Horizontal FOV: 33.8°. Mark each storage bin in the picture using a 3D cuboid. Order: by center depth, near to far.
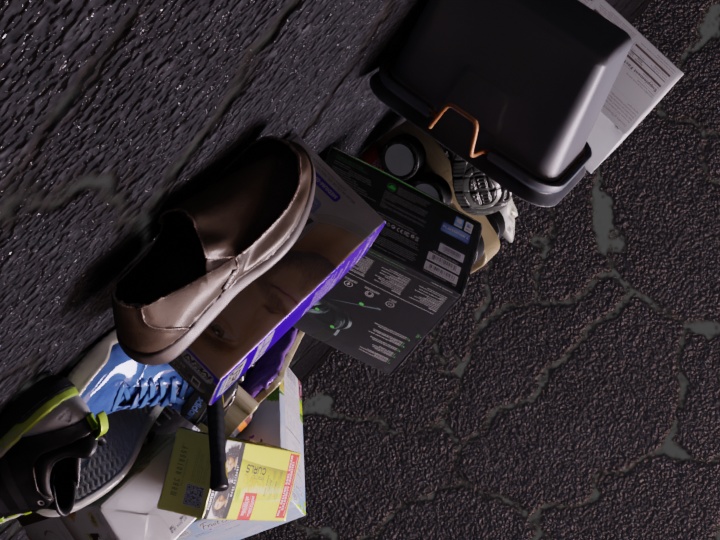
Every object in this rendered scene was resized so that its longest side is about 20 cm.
[{"bbox_3d":[0.122,-0.172,1.004,0.145,0.199,0.135,-39,160,-50],"label":"storage bin"}]

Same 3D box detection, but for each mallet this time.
[{"bbox_3d":[-0.121,0.075,0.969,0.040,0.203,0.066,-4,154,-5],"label":"mallet"}]

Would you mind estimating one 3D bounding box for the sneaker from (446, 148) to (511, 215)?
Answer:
[{"bbox_3d":[0.107,-0.158,1.235,0.075,0.202,0.091,-10,-145,6],"label":"sneaker"}]

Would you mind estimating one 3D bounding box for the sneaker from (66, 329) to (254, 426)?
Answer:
[{"bbox_3d":[-0.167,0.096,1.016,0.077,0.111,0.200,-50,174,37],"label":"sneaker"}]

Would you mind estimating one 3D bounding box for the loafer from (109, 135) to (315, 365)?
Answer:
[{"bbox_3d":[-0.103,-0.023,0.846,0.201,0.072,0.071,-54,155,-19],"label":"loafer"}]

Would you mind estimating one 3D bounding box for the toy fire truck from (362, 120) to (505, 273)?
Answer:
[{"bbox_3d":[0.032,-0.044,1.322,0.199,0.177,0.129,-32,-177,33],"label":"toy fire truck"}]

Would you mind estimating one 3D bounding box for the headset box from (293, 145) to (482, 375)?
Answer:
[{"bbox_3d":[0.000,0.000,1.199,0.200,0.172,0.094,-55,-169,53],"label":"headset box"}]

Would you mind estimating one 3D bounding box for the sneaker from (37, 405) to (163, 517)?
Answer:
[{"bbox_3d":[-0.239,0.164,1.079,0.201,0.073,0.118,-51,180,-44],"label":"sneaker"}]

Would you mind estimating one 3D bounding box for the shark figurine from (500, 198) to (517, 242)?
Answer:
[{"bbox_3d":[0.122,-0.140,1.473,0.088,0.216,0.129,-22,139,-1],"label":"shark figurine"}]

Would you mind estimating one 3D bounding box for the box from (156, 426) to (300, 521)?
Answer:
[{"bbox_3d":[-0.119,0.196,1.117,0.200,0.049,0.077,38,65,-69],"label":"box"}]

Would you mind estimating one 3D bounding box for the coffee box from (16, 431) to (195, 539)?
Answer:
[{"bbox_3d":[-0.248,0.235,1.184,0.199,0.080,0.114,-18,-161,49],"label":"coffee box"}]

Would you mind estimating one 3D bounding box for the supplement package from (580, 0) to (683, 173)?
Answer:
[{"bbox_3d":[0.263,-0.244,1.446,0.111,0.200,0.156,-44,175,-11],"label":"supplement package"}]

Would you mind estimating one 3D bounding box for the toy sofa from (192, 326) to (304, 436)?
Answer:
[{"bbox_3d":[-0.123,0.083,1.221,0.098,0.083,0.200,-45,-173,19],"label":"toy sofa"}]

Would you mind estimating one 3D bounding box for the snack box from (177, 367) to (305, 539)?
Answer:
[{"bbox_3d":[-0.152,0.220,1.413,0.167,0.068,0.202,-23,-137,15],"label":"snack box"}]

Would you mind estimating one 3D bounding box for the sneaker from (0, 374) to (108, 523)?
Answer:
[{"bbox_3d":[-0.267,0.171,0.924,0.200,0.083,0.072,-49,173,24],"label":"sneaker"}]

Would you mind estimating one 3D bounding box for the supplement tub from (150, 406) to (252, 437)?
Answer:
[{"bbox_3d":[-0.196,0.171,1.354,0.200,0.107,0.107,-46,175,-12],"label":"supplement tub"}]

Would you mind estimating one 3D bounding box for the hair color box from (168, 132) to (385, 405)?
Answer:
[{"bbox_3d":[-0.085,-0.005,0.940,0.200,0.109,0.065,-45,174,-27],"label":"hair color box"}]
